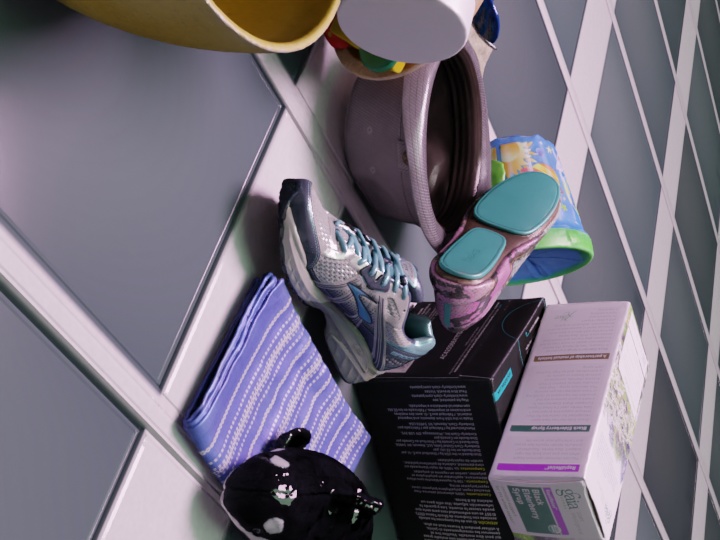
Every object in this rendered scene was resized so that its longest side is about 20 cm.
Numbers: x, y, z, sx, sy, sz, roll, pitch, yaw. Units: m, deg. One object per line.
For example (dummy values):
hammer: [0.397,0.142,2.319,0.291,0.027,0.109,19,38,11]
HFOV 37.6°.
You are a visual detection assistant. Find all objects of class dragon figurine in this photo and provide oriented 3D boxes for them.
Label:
dragon figurine: [0.094,-0.230,0.897,0.200,0.058,0.100,90,13,-63]

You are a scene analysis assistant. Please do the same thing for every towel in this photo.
towel: [-0.052,0.117,0.770,0.201,0.024,0.145,63,37,-37]

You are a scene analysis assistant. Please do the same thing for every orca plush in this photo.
orca plush: [-0.016,0.178,0.748,0.200,0.071,0.106,56,44,-45]

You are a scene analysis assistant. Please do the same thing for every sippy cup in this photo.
sippy cup: [0.163,-0.064,1.095,0.178,0.139,0.131,121,-37,-70]

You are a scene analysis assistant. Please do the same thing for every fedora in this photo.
fedora: [0.045,-0.107,0.904,0.177,0.090,0.201,-53,139,-49]

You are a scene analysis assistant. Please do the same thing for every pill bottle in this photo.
pill bottle: [0.044,-0.239,0.672,0.112,0.111,0.201,40,56,-53]

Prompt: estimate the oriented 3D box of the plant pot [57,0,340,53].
plant pot: [-0.113,-0.208,0.567,0.200,0.141,0.201,12,77,-62]

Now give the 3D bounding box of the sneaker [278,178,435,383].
sneaker: [0.000,0.000,0.801,0.078,0.086,0.200,-91,161,-44]

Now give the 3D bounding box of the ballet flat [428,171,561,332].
ballet flat: [0.110,-0.015,0.885,0.200,0.069,0.071,-46,152,-48]

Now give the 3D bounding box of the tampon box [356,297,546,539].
tampon box: [0.102,0.146,0.945,0.150,0.126,0.201,-45,126,-53]

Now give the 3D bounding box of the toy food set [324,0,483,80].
toy food set: [0.035,-0.242,0.803,0.048,0.198,0.201,17,107,-39]

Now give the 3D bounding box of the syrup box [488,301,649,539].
syrup box: [0.174,0.120,0.863,0.079,0.081,0.200,64,37,-32]

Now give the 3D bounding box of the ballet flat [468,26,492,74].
ballet flat: [0.080,-0.227,1.016,0.200,0.067,0.063,20,80,-60]
